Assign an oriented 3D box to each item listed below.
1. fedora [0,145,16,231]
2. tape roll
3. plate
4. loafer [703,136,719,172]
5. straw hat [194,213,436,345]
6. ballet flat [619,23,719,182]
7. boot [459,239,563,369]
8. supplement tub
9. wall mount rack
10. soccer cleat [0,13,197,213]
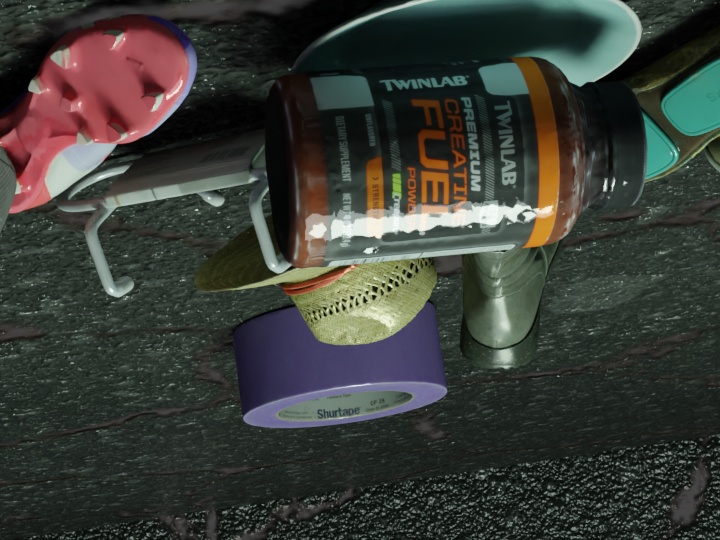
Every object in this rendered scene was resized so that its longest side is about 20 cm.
[{"bbox_3d":[-0.242,-0.045,0.879,0.176,0.090,0.200,32,157,6],"label":"fedora"},{"bbox_3d":[-0.020,0.090,1.613,0.199,0.085,0.200,-7,165,-2],"label":"tape roll"},{"bbox_3d":[0.056,-0.125,0.938,0.199,0.026,0.200,-8,165,-2],"label":"plate"},{"bbox_3d":[0.317,-0.110,1.075,0.199,0.076,0.070,-14,154,3],"label":"loafer"},{"bbox_3d":[0.000,0.000,1.085,0.200,0.085,0.201,-24,-165,7],"label":"straw hat"},{"bbox_3d":[0.195,-0.104,1.033,0.070,0.071,0.200,1,163,-33],"label":"ballet flat"},{"bbox_3d":[0.097,-0.047,1.061,0.067,0.201,0.131,3,134,6],"label":"boot"},{"bbox_3d":[0.052,-0.062,0.918,0.199,0.108,0.107,-6,166,-10],"label":"supplement tub"},{"bbox_3d":[-0.082,-0.049,1.059,0.199,0.075,0.174,-8,-157,24],"label":"wall mount rack"},{"bbox_3d":[-0.146,-0.090,0.915,0.200,0.067,0.076,-30,-174,44],"label":"soccer cleat"}]
